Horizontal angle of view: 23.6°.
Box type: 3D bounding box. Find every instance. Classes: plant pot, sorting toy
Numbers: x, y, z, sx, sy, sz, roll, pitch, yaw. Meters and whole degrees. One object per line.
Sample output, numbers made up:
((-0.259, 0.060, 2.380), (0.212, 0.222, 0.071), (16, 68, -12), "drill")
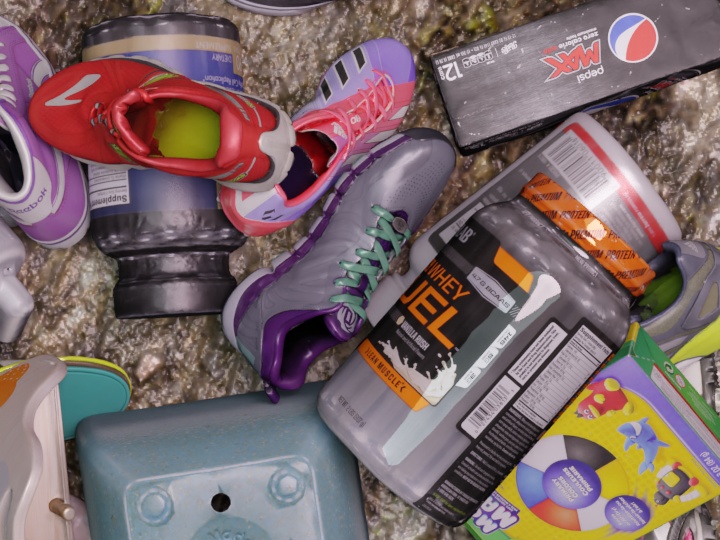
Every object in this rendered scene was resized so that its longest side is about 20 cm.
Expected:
((-0.084, 0.179, 1.114), (0.195, 0.200, 0.197), (-8, 86, -5), "plant pot")
((-0.219, 0.168, 1.098), (0.106, 0.180, 0.201), (-7, 97, -21), "sorting toy")

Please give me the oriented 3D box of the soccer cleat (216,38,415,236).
((-0.017, -0.095, 1.159), (0.067, 0.076, 0.200), (51, 58, -10), "soccer cleat")

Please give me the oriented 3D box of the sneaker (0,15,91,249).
((-0.251, -0.118, 1.182), (0.072, 0.114, 0.201), (-33, 65, 5), "sneaker")

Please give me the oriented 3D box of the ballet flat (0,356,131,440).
((-0.263, 0.094, 1.210), (0.199, 0.067, 0.067), (-16, 118, -19), "ballet flat")

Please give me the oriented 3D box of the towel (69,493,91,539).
((-0.279, 0.226, 1.229), (0.199, 0.032, 0.192), (31, 90, 5), "towel")

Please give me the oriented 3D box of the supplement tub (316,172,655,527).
((0.078, 0.046, 1.047), (0.122, 0.123, 0.200), (41, 93, 6), "supplement tub")

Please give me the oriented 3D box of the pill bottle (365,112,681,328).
((0.106, -0.003, 1.161), (0.200, 0.114, 0.114), (-38, 85, 3), "pill bottle")

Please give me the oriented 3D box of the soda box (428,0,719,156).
((0.152, -0.144, 1.188), (0.199, 0.063, 0.071), (-19, 86, 5), "soda box")

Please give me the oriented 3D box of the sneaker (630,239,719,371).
((0.171, 0.049, 1.136), (0.081, 0.074, 0.200), (24, 115, -36), "sneaker")

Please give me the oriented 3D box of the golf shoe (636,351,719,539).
((0.203, 0.129, 1.168), (0.088, 0.077, 0.201), (5, 87, 14), "golf shoe")

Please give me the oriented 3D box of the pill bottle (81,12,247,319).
((-0.132, -0.069, 1.187), (0.111, 0.112, 0.201), (-4, 87, 5), "pill bottle")

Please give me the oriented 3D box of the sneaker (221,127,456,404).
((0.000, 0.000, 1.123), (0.200, 0.074, 0.088), (-46, 42, 11), "sneaker")

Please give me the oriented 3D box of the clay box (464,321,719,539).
((0.135, 0.132, 1.123), (0.200, 0.048, 0.115), (-36, 103, 29), "clay box")

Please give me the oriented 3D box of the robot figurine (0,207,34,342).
((-0.314, -0.025, 1.201), (0.200, 0.113, 0.169), (48, 56, 5), "robot figurine")

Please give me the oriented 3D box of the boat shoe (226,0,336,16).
((-0.008, -0.218, 1.204), (0.199, 0.066, 0.070), (1, 88, 5), "boat shoe")

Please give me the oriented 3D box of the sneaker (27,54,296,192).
((-0.136, -0.099, 1.080), (0.199, 0.085, 0.077), (10, 93, 30), "sneaker")
